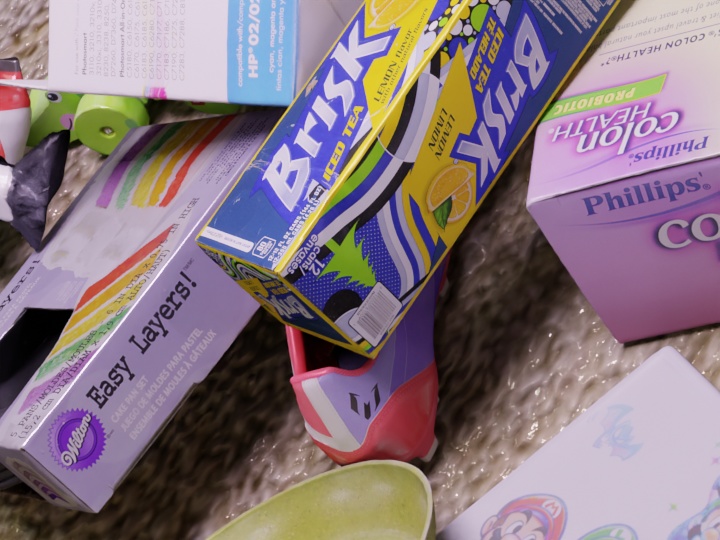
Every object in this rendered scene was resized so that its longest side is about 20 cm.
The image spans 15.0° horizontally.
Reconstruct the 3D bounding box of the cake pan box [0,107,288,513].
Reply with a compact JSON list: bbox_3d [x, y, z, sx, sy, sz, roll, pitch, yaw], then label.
[{"bbox_3d":[-0.111,0.019,1.225,0.200,0.052,0.184,-53,19,-15],"label":"cake pan box"}]

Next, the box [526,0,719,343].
[{"bbox_3d":[0.175,-0.090,1.128,0.175,0.097,0.201,-14,44,26],"label":"box"}]

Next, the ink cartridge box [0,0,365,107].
[{"bbox_3d":[-0.060,-0.111,1.217,0.199,0.115,0.068,7,98,43],"label":"ink cartridge box"}]

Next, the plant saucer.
[{"bbox_3d":[-0.046,0.152,1.067,0.199,0.031,0.200,-33,17,11],"label":"plant saucer"}]

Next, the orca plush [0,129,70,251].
[{"bbox_3d":[-0.224,-0.083,1.314,0.199,0.106,0.071,11,44,22],"label":"orca plush"}]

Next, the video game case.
[{"bbox_3d":[0.100,0.138,1.022,0.182,0.024,0.200,-39,39,-2],"label":"video game case"}]

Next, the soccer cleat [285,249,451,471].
[{"bbox_3d":[0.000,0.000,1.186,0.066,0.077,0.201,-19,43,20],"label":"soccer cleat"}]

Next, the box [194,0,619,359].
[{"bbox_3d":[0.024,-0.067,1.105,0.201,0.064,0.070,-55,33,-11],"label":"box"}]

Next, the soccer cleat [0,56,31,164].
[{"bbox_3d":[-0.219,-0.077,1.431,0.068,0.086,0.200,-5,12,-24],"label":"soccer cleat"}]

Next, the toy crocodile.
[{"bbox_3d":[-0.104,-0.110,1.368,0.199,0.062,0.068,-19,42,40],"label":"toy crocodile"}]
